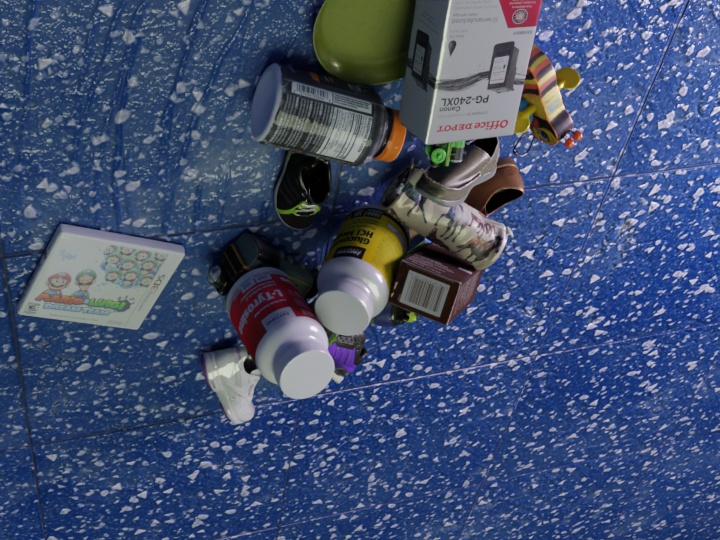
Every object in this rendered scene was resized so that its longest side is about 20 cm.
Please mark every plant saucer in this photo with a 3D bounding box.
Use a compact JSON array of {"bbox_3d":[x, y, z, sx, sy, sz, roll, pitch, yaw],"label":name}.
[{"bbox_3d":[0.030,-0.327,1.468,0.197,0.031,0.201,-14,143,-11],"label":"plant saucer"}]

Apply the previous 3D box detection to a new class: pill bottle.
[{"bbox_3d":[-0.039,-0.200,1.509,0.198,0.107,0.107,12,133,-26],"label":"pill bottle"},{"bbox_3d":[-0.115,0.092,1.655,0.111,0.200,0.114,-15,129,-20],"label":"pill bottle"},{"bbox_3d":[0.000,0.000,1.703,0.111,0.201,0.114,10,131,12],"label":"pill bottle"}]

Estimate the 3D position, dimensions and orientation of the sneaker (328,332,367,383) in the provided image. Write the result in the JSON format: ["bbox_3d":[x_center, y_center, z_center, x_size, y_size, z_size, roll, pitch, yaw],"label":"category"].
[{"bbox_3d":[-0.046,0.117,1.965,0.099,0.070,0.200,-33,146,5],"label":"sneaker"}]

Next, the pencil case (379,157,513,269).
[{"bbox_3d":[0.131,-0.081,1.719,0.198,0.078,0.090,31,127,-12],"label":"pencil case"}]

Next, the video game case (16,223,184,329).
[{"bbox_3d":[-0.387,0.014,1.694,0.198,0.024,0.183,10,133,-35],"label":"video game case"}]

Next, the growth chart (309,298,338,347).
[{"bbox_3d":[-0.078,0.092,1.785,0.018,0.199,0.145,50,64,-18],"label":"growth chart"}]

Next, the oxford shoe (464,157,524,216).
[{"bbox_3d":[0.162,-0.108,1.777,0.198,0.072,0.072,-24,145,6],"label":"oxford shoe"}]

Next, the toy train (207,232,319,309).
[{"bbox_3d":[-0.146,0.018,1.777,0.114,0.086,0.199,-46,138,16],"label":"toy train"}]

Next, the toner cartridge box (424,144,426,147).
[{"bbox_3d":[0.169,-0.248,1.625,0.198,0.044,0.095,-27,144,7],"label":"toner cartridge box"}]

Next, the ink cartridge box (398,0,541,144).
[{"bbox_3d":[0.139,-0.272,1.458,0.143,0.083,0.202,-9,125,-26],"label":"ink cartridge box"}]

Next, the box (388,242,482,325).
[{"bbox_3d":[0.121,0.017,1.742,0.200,0.099,0.076,-27,137,-73],"label":"box"}]

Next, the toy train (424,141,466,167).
[{"bbox_3d":[0.131,-0.238,1.562,0.056,0.042,0.203,1,114,-16],"label":"toy train"}]

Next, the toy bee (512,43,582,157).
[{"bbox_3d":[0.262,-0.224,1.570,0.132,0.108,0.200,-54,144,-1],"label":"toy bee"}]

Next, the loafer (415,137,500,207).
[{"bbox_3d":[0.145,-0.155,1.662,0.200,0.075,0.070,-39,153,-51],"label":"loafer"}]

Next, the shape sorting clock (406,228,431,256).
[{"bbox_3d":[0.086,0.002,1.901,0.197,0.039,0.202,-12,137,-11],"label":"shape sorting clock"}]

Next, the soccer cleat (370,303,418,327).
[{"bbox_3d":[0.050,0.052,1.823,0.082,0.066,0.200,7,-176,14],"label":"soccer cleat"}]

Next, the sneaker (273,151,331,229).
[{"bbox_3d":[-0.081,-0.115,1.634,0.071,0.084,0.201,-9,142,-15],"label":"sneaker"}]

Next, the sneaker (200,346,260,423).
[{"bbox_3d":[-0.206,0.201,1.975,0.098,0.076,0.201,-20,144,0],"label":"sneaker"}]
